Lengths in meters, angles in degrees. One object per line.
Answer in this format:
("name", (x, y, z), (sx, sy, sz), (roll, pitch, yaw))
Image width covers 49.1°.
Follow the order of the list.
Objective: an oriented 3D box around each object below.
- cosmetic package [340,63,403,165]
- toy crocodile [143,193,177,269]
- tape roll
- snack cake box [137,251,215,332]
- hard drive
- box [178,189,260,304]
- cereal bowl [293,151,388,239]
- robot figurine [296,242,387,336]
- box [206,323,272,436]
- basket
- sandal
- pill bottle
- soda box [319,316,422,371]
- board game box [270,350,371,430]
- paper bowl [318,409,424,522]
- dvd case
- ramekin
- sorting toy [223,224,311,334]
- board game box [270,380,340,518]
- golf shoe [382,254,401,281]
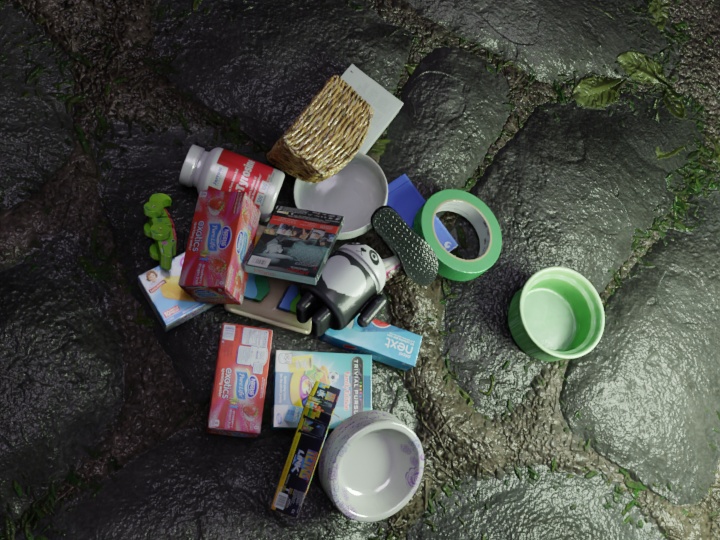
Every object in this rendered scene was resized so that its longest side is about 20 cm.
("cosmetic package", (-0.020, -0.344, 1.772), (0.150, 0.052, 0.201), (38, 68, -2))
("toy crocodile", (-0.392, -0.079, 1.559), (0.061, 0.068, 0.201), (-6, 40, -21))
("tape roll", (0.212, -0.079, 1.723), (0.198, 0.048, 0.203), (9, 65, -20))
("snack cake box", (-0.328, 0.021, 1.572), (0.199, 0.067, 0.116), (-30, 83, -21))
("hard drive", (0.106, -0.100, 1.741), (0.131, 0.025, 0.201), (-34, 84, -21))
("box", (-0.267, -0.045, 1.506), (0.099, 0.096, 0.202), (4, 68, 14))
("cereal bowl", (-0.040, -0.153, 1.678), (0.198, 0.083, 0.202), (-1, 69, 3))
("robot figurine", (-0.038, 0.034, 1.539), (0.200, 0.124, 0.151), (-44, 110, -23))
("box", (-0.233, 0.213, 1.513), (0.099, 0.096, 0.202), (8, 72, -11))
("basket", (-0.076, -0.278, 1.652), (0.142, 0.149, 0.201), (39, 70, -11))
("sandal", (0.096, -0.057, 1.641), (0.075, 0.048, 0.201), (-36, 110, 5))
("pill bottle", (-0.266, -0.185, 1.628), (0.198, 0.112, 0.113), (20, 69, -7))
("soda box", (0.021, 0.140, 1.625), (0.198, 0.064, 0.068), (21, 69, -8))
("board game box", (-0.077, 0.242, 1.578), (0.198, 0.047, 0.153), (4, 73, -13))
("paper bowl", (0.014, 0.366, 1.507), (0.199, 0.104, 0.203), (-5, 104, -23))
("dvd case", (-0.126, -0.054, 1.542), (0.144, 0.022, 0.201), (10, 40, 10))
("ramekin", (0.419, 0.101, 1.718), (0.198, 0.098, 0.202), (4, 72, -13))
("sorting toy", (-0.165, 0.011, 1.574), (0.184, 0.036, 0.202), (18, 65, -20))
("board game box", (-0.097, 0.323, 1.443), (0.056, 0.165, 0.202), (19, 99, 3))
("golf shoe", (0.000, 0.000, 1.660), (0.199, 0.075, 0.092), (-26, 77, -21))
